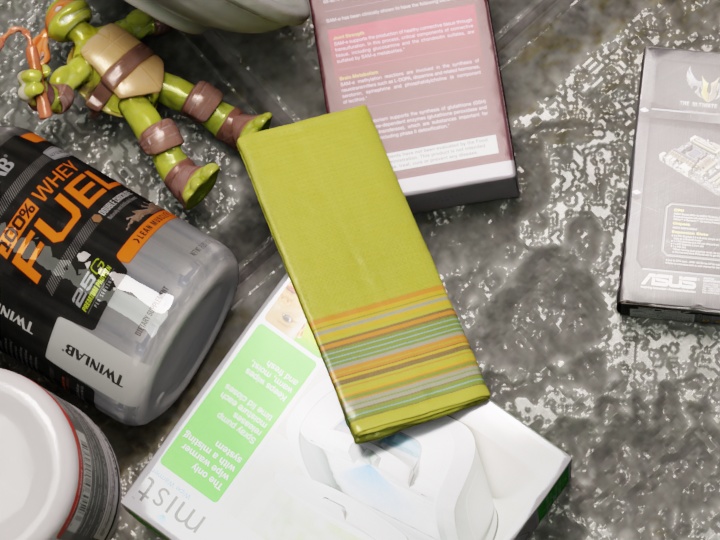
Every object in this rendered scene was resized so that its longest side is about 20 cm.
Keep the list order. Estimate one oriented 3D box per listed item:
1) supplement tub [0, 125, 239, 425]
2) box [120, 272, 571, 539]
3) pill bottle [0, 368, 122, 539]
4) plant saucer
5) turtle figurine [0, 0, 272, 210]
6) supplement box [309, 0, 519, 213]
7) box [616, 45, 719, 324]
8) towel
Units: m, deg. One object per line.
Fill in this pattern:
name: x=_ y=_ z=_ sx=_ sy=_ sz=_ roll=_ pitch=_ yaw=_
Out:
supplement tub: x=-0.183 y=-0.005 z=1.608 sx=0.200 sy=0.123 sz=0.123 roll=29 pitch=84 yaw=10
box: x=-0.006 y=0.128 z=1.581 sx=0.200 sy=0.097 sz=0.177 roll=36 pitch=83 yaw=10
pill bottle: x=-0.200 y=0.123 z=1.547 sx=0.115 sy=0.200 sz=0.116 roll=-1 pitch=80 yaw=5
plant saucer: x=-0.124 y=-0.188 z=1.594 sx=0.200 sy=0.200 sz=0.050 roll=36 pitch=101 yaw=11
turtle figurine: x=-0.144 y=-0.110 z=1.638 sx=0.161 sy=0.064 sz=0.200 roll=43 pitch=48 yaw=6
supplement box: x=0.028 y=-0.138 z=1.642 sx=0.108 sy=0.061 sz=0.201 roll=-9 pitch=80 yaw=4
box: x=0.257 y=-0.044 z=1.608 sx=0.199 sy=0.048 sz=0.159 roll=5 pitch=80 yaw=6
towel: x=0.000 y=0.000 z=1.556 sx=0.086 sy=0.018 sz=0.201 roll=-14 pitch=66 yaw=-19
